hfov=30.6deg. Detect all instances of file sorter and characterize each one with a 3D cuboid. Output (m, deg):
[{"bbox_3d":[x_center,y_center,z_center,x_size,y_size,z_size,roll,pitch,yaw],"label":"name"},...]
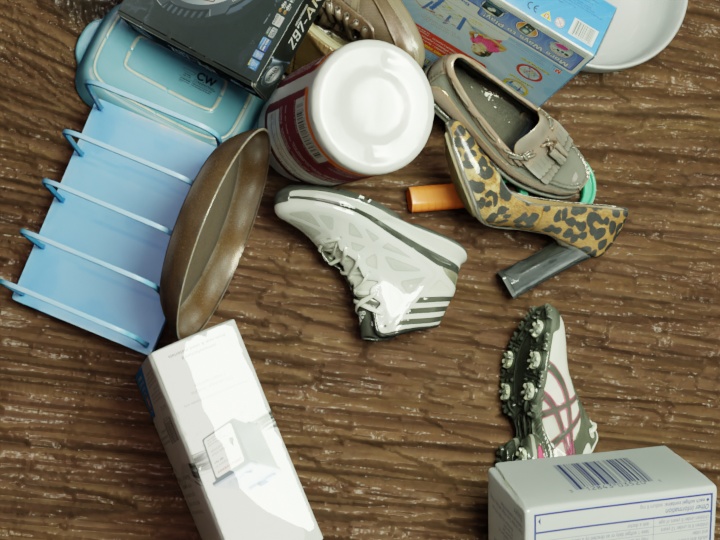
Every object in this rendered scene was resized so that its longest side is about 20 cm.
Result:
[{"bbox_3d":[-0.216,-0.047,1.159,0.137,0.123,0.202,22,83,0],"label":"file sorter"}]

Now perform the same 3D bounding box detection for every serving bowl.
[{"bbox_3d":[0.235,-0.294,1.355,0.197,0.066,0.203,2,79,-12],"label":"serving bowl"}]

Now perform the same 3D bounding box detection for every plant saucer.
[{"bbox_3d":[-0.131,-0.035,1.159,0.032,0.200,0.202,20,75,6],"label":"plant saucer"}]

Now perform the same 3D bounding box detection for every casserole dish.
[{"bbox_3d":[-0.178,-0.183,1.256,0.198,0.039,0.122,27,75,-7],"label":"casserole dish"}]

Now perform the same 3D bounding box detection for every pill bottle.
[{"bbox_3d":[-0.021,-0.135,1.190,0.113,0.200,0.116,0,89,-20],"label":"pill bottle"}]

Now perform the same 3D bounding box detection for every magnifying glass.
[{"bbox_3d":[0.143,-0.079,1.317,0.197,0.022,0.081,-6,81,-13],"label":"magnifying glass"}]

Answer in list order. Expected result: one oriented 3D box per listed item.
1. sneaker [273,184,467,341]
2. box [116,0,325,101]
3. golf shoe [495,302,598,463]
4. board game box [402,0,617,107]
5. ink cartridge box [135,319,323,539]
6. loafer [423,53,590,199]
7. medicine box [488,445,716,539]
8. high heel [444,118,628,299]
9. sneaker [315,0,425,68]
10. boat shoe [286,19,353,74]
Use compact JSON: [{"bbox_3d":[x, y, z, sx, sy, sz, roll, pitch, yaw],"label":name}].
[{"bbox_3d":[0.000,0.000,1.235,0.198,0.076,0.117,22,75,-16],"label":"sneaker"},{"bbox_3d":[-0.105,-0.280,1.201,0.159,0.044,0.202,30,87,17],"label":"box"},{"bbox_3d":[0.182,0.135,1.265,0.087,0.077,0.203,7,85,-22],"label":"golf shoe"},{"bbox_3d":[0.114,-0.240,1.250,0.198,0.196,0.056,30,74,-6],"label":"board game box"},{"bbox_3d":[-0.119,0.160,1.147,0.085,0.146,0.202,-23,85,-17],"label":"ink cartridge box"},{"bbox_3d":[0.147,-0.139,1.280,0.199,0.063,0.072,35,71,-11],"label":"loafer"},{"bbox_3d":[0.214,0.277,1.188,0.180,0.103,0.203,-4,105,-13],"label":"medicine box"},{"bbox_3d":[0.168,-0.085,1.262,0.141,0.072,0.201,-29,116,1],"label":"high heel"},{"bbox_3d":[-0.020,-0.251,1.237,0.075,0.071,0.201,-32,73,-16],"label":"sneaker"},{"bbox_3d":[-0.028,-0.226,1.289,0.198,0.072,0.072,28,54,-2],"label":"boat shoe"}]
